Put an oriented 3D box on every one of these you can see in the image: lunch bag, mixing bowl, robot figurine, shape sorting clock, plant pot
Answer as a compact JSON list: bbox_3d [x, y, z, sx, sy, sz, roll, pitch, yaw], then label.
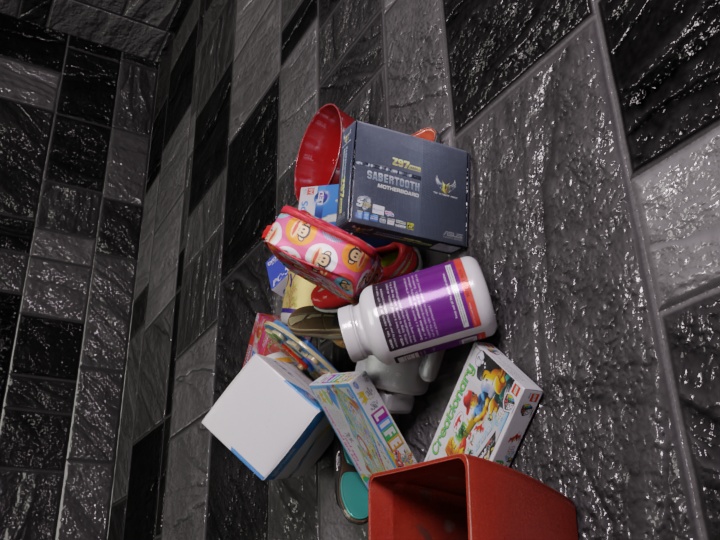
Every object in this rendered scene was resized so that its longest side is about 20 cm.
[{"bbox_3d":[-0.060,-0.021,1.121,0.082,0.176,0.200,-64,-10,-8],"label":"lunch bag"},{"bbox_3d":[-0.038,-0.207,1.477,0.200,0.108,0.200,-34,50,52],"label":"mixing bowl"},{"bbox_3d":[0.059,0.111,1.153,0.170,0.113,0.200,13,91,42],"label":"robot figurine"},{"bbox_3d":[-0.094,0.159,1.354,0.039,0.200,0.200,-48,25,-12],"label":"shape sorting clock"},{"bbox_3d":[0.133,0.322,0.855,0.200,0.176,0.200,-33,51,54],"label":"plant pot"}]

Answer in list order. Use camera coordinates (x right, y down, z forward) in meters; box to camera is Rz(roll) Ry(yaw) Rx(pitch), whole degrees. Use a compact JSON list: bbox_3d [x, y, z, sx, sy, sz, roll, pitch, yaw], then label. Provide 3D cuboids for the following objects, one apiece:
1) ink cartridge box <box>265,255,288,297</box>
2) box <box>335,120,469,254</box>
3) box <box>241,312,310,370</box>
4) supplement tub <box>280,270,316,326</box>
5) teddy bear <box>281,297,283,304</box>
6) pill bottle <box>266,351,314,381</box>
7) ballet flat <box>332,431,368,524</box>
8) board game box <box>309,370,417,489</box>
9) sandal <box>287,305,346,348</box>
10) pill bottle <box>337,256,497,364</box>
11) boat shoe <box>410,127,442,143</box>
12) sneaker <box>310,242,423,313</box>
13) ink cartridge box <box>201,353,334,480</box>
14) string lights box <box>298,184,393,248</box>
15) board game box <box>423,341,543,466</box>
[{"bbox_3d":[-0.102,-0.044,1.531,0.200,0.044,0.094,-43,37,18],"label":"ink cartridge box"},{"bbox_3d":[0.066,-0.120,1.142,0.051,0.200,0.158,-28,54,60],"label":"box"},{"bbox_3d":[-0.183,0.200,1.598,0.100,0.095,0.200,30,105,62],"label":"box"},{"bbox_3d":[-0.058,0.010,1.385,0.145,0.145,0.200,-4,76,62],"label":"supplement tub"},{"bbox_3d":[-0.106,0.051,1.545,0.145,0.067,0.200,-64,31,21],"label":"teddy bear"},{"bbox_3d":[-0.138,0.264,1.464,0.116,0.116,0.200,-39,46,50],"label":"pill bottle"},{"bbox_3d":[-0.013,0.339,1.259,0.200,0.068,0.068,-95,21,-50],"label":"ballet flat"},{"bbox_3d":[0.011,0.245,1.146,0.134,0.034,0.200,-17,103,59],"label":"board game box"},{"bbox_3d":[-0.022,0.101,1.273,0.080,0.200,0.054,-71,-20,-50],"label":"sandal"},{"bbox_3d":[0.075,0.059,1.039,0.112,0.200,0.113,-16,-90,-85],"label":"pill bottle"},{"bbox_3d":[0.052,-0.172,1.234,0.200,0.063,0.071,-39,47,-16],"label":"boat shoe"},{"bbox_3d":[0.000,0.000,1.253,0.200,0.085,0.077,-25,49,13],"label":"sneaker"},{"bbox_3d":[-0.133,0.248,1.292,0.147,0.200,0.145,37,89,19],"label":"ink cartridge box"},{"bbox_3d":[-0.003,-0.090,1.281,0.200,0.059,0.103,-3,64,18],"label":"string lights box"},{"bbox_3d":[0.156,0.210,1.012,0.126,0.035,0.200,46,120,59],"label":"board game box"}]
